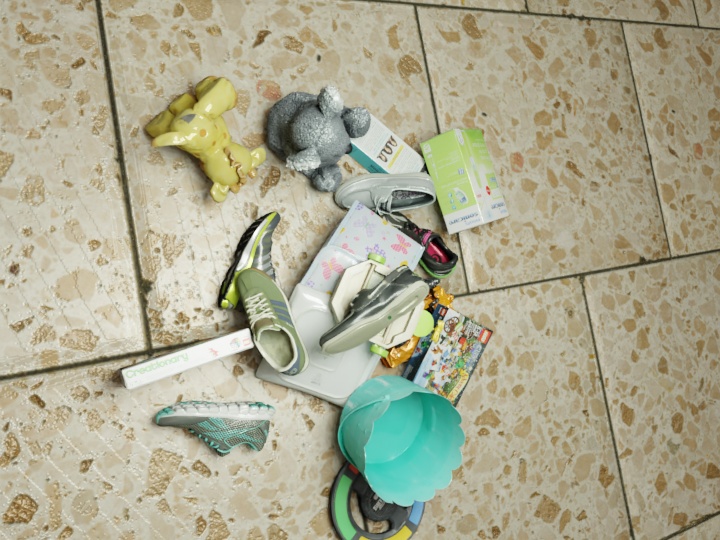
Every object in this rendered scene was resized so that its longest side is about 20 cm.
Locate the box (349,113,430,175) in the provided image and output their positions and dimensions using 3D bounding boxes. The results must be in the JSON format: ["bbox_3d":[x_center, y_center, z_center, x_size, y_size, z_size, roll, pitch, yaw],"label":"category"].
[{"bbox_3d":[0.051,-0.237,1.205,0.200,0.049,0.082,38,69,-15],"label":"box"}]

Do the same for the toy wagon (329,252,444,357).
[{"bbox_3d":[0.048,0.069,1.005,0.200,0.040,0.155,25,83,-14],"label":"toy wagon"}]

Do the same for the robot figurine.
[{"bbox_3d":[0.109,0.101,1.177,0.200,0.058,0.145,-31,96,-25],"label":"robot figurine"}]

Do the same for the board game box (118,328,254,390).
[{"bbox_3d":[-0.285,0.143,0.951,0.200,0.126,0.035,-18,90,-26],"label":"board game box"}]

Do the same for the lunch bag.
[{"bbox_3d":[0.000,0.000,1.087,0.170,0.127,0.200,35,64,-4],"label":"lunch bag"}]

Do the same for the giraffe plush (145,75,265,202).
[{"bbox_3d":[-0.252,-0.219,1.014,0.172,0.200,0.162,-34,125,5],"label":"giraffe plush"}]

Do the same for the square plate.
[{"bbox_3d":[-0.058,0.145,1.037,0.200,0.028,0.198,22,105,-14],"label":"square plate"}]

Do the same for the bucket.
[{"bbox_3d":[0.067,0.289,1.027,0.207,0.135,0.207,-4,100,-24],"label":"bucket"}]

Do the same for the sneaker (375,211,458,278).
[{"bbox_3d":[0.118,-0.068,1.183,0.200,0.084,0.077,35,61,-4],"label":"sneaker"}]

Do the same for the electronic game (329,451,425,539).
[{"bbox_3d":[0.036,0.432,1.103,0.200,0.042,0.200,4,81,-24],"label":"electronic game"}]

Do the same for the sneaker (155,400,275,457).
[{"bbox_3d":[-0.242,0.268,0.984,0.200,0.078,0.091,7,83,-22],"label":"sneaker"}]

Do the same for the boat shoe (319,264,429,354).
[{"bbox_3d":[0.014,0.066,0.951,0.200,0.072,0.068,-35,62,-7],"label":"boat shoe"}]

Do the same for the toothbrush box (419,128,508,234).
[{"bbox_3d":[0.221,-0.189,1.228,0.146,0.086,0.200,-18,91,-55],"label":"toothbrush box"}]

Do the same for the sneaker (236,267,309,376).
[{"bbox_3d":[-0.149,0.082,0.955,0.067,0.090,0.200,-29,85,5],"label":"sneaker"}]

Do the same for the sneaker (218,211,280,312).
[{"bbox_3d":[-0.186,-0.013,1.058,0.081,0.074,0.200,27,79,-26],"label":"sneaker"}]

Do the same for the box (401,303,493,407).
[{"bbox_3d":[0.166,0.181,1.155,0.137,0.038,0.200,26,90,-32],"label":"box"}]

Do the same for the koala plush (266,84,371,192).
[{"bbox_3d":[-0.082,-0.241,1.040,0.184,0.200,0.177,27,99,-12],"label":"koala plush"}]

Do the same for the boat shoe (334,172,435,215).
[{"bbox_3d":[0.051,-0.147,1.145,0.201,0.070,0.072,-8,43,-3],"label":"boat shoe"}]
